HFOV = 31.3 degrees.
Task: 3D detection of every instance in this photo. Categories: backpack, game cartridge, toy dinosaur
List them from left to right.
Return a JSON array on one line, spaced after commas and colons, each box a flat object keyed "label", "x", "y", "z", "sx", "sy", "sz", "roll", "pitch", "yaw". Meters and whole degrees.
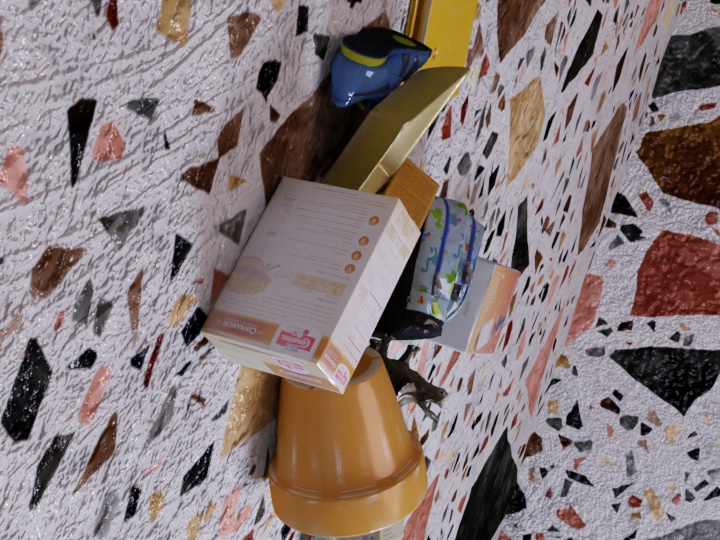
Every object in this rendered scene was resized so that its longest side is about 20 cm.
[{"label": "toy dinosaur", "x": 0.025, "y": 0.145, "z": 1.717, "sx": 0.077, "sy": 0.200, "sz": 0.102, "roll": 28, "pitch": 67, "yaw": -40}, {"label": "backpack", "x": 0.087, "y": -0.006, "z": 1.758, "sx": 0.163, "sy": 0.153, "sz": 0.200, "roll": 159, "pitch": -67, "yaw": -72}, {"label": "game cartridge", "x": 0.102, "y": -0.299, "z": 1.697, "sx": 0.200, "sy": 0.032, "sz": 0.177, "roll": -39, "pitch": 144, "yaw": -61}]

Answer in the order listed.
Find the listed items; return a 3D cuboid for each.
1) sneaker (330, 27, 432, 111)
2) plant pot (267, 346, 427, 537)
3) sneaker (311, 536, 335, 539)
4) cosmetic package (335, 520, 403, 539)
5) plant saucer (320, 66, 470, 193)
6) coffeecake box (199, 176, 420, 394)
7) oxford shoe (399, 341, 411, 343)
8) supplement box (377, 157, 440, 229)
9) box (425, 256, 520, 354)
[{"label": "sneaker", "x": 0.019, "y": -0.230, "z": 1.480, "sx": 0.200, "sy": 0.066, "sz": 0.079, "roll": -32, "pitch": 145, "yaw": -60}, {"label": "plant pot", "x": -0.025, "y": 0.199, "z": 1.598, "sx": 0.200, "sy": 0.200, "sz": 0.184, "roll": -43, "pitch": 131, "yaw": -54}, {"label": "sneaker", "x": -0.031, "y": 0.420, "z": 1.934, "sx": 0.118, "sy": 0.074, "sz": 0.200, "roll": -70, "pitch": 153, "yaw": -25}, {"label": "cosmetic package", "x": 0.013, "y": 0.289, "z": 1.846, "sx": 0.104, "sy": 0.073, "sz": 0.200, "roll": 2, "pitch": 88, "yaw": -69}, {"label": "plant saucer", "x": 0.027, "y": -0.150, "z": 1.507, "sx": 0.200, "sy": 0.048, "sz": 0.200, "roll": -53, "pitch": 175, "yaw": 37}, {"label": "coffeecake box", "x": -0.051, "y": 0.012, "z": 1.350, "sx": 0.200, "sy": 0.153, "sz": 0.073, "roll": -63, "pitch": 145, "yaw": -21}, {"label": "oxford shoe", "x": 0.110, "y": 0.023, "z": 1.985, "sx": 0.200, "sy": 0.058, "sz": 0.075, "roll": -59, "pitch": 154, "yaw": 4}, {"label": "supplement box", "x": 0.036, "y": -0.054, "z": 1.618, "sx": 0.067, "sy": 0.069, "sz": 0.200, "roll": -45, "pitch": -166, "yaw": 42}, {"label": "box", "x": 0.172, "y": 0.050, "z": 2.103, "sx": 0.200, "sy": 0.106, "sz": 0.153, "roll": 9, "pitch": 99, "yaw": -71}]
